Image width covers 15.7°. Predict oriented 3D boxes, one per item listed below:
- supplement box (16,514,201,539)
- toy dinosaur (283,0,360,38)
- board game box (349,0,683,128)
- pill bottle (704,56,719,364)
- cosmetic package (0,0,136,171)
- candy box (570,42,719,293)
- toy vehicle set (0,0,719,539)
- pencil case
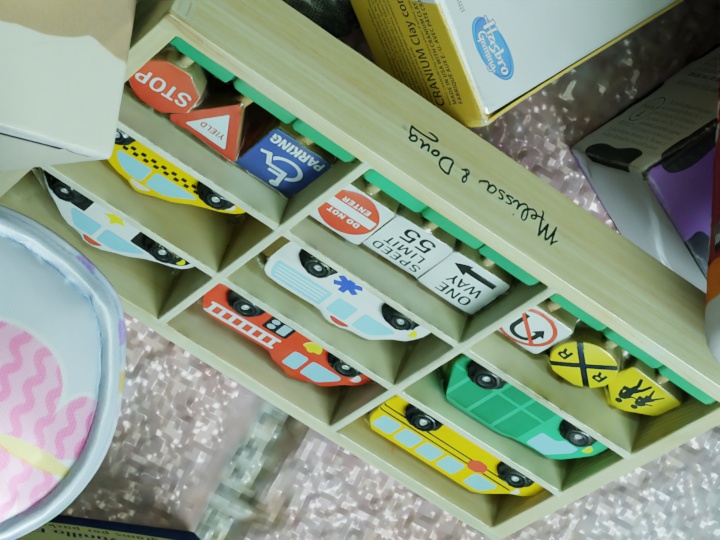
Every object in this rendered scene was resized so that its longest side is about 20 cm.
[{"bbox_3d":[-0.102,0.180,0.699,0.133,0.200,0.201,8,96,-17],"label":"supplement box"},{"bbox_3d":[-0.018,-0.096,0.765,0.088,0.047,0.201,-22,101,-5],"label":"toy dinosaur"},{"bbox_3d":[0.067,-0.151,0.747,0.199,0.040,0.154,-31,106,-31],"label":"board game box"},{"bbox_3d":[0.152,-0.070,0.708,0.109,0.110,0.201,9,76,-17],"label":"pill bottle"},{"bbox_3d":[-0.107,-0.134,0.682,0.105,0.071,0.202,13,81,-36],"label":"cosmetic package"},{"bbox_3d":[0.196,-0.022,0.822,0.199,0.072,0.168,-35,105,-8],"label":"candy box"},{"bbox_3d":[0.000,0.000,0.746,0.199,0.124,0.027,33,52,-17],"label":"toy vehicle set"},{"bbox_3d":[-0.124,0.023,0.673,0.090,0.200,0.084,-18,96,-20],"label":"pencil case"}]
